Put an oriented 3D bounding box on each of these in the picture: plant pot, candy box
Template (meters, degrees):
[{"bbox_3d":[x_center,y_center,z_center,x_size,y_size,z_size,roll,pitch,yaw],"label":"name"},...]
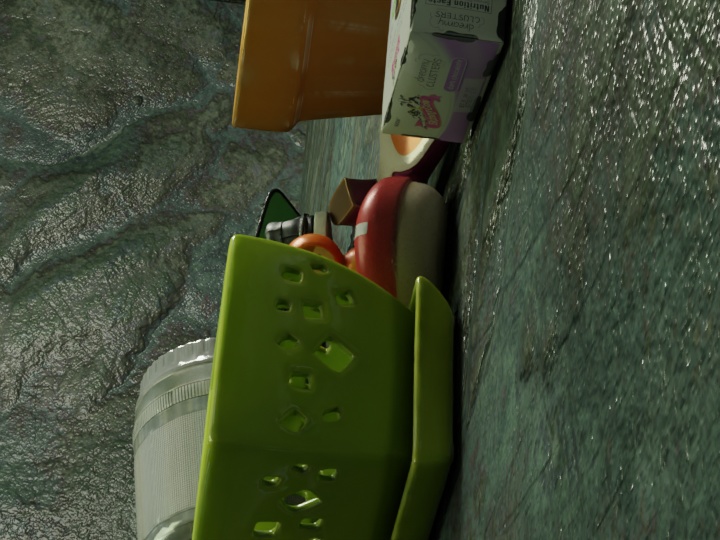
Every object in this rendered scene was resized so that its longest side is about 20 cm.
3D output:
[{"bbox_3d":[-0.027,0.115,1.437,0.200,0.179,0.201,102,173,-49],"label":"plant pot"},{"bbox_3d":[-0.015,-0.218,1.725,0.200,0.181,0.203,-173,90,-85],"label":"plant pot"},{"bbox_3d":[0.066,-0.223,1.435,0.168,0.071,0.202,109,167,-68],"label":"candy box"}]

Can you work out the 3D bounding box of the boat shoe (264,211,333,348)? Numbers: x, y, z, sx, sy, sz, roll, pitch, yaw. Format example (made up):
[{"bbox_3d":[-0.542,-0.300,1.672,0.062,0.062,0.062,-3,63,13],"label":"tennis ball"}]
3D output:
[{"bbox_3d":[-0.054,0.026,1.718,0.200,0.065,0.075,86,-176,-53],"label":"boat shoe"}]

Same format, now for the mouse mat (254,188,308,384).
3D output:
[{"bbox_3d":[-0.068,0.046,1.766,0.161,0.007,0.201,52,-137,-40],"label":"mouse mat"}]

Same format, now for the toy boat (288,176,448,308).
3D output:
[{"bbox_3d":[0.000,0.000,1.564,0.200,0.129,0.132,109,167,-69],"label":"toy boat"}]

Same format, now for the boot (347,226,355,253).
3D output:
[{"bbox_3d":[0.010,0.013,1.818,0.200,0.065,0.167,-114,31,-80],"label":"boot"}]

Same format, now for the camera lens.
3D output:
[{"bbox_3d":[-0.110,0.179,1.605,0.161,0.158,0.201,103,163,-51],"label":"camera lens"}]

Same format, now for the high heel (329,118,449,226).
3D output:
[{"bbox_3d":[0.057,-0.090,1.611,0.200,0.095,0.068,-53,45,44],"label":"high heel"}]
